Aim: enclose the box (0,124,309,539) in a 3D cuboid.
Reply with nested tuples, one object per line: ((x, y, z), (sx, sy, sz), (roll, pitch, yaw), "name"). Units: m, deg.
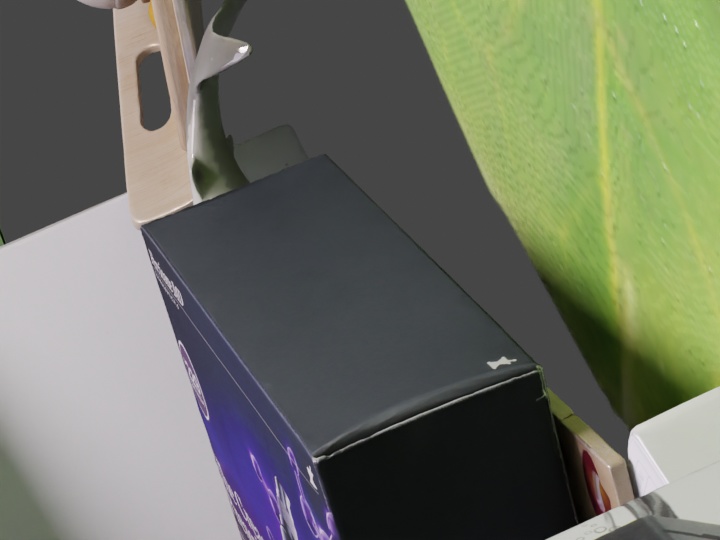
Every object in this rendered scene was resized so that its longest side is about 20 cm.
((-0.081, 0.076, 1.100), (0.200, 0.199, 0.131), (63, 167, 10), "box")

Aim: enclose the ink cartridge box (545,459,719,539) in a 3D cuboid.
((0.083, 0.112, 0.552), (0.145, 0.199, 0.084), (31, 141, 67), "ink cartridge box")

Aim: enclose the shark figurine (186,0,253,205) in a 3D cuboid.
((-0.018, -0.011, 0.992), (0.128, 0.089, 0.215), (-28, 96, 43), "shark figurine")

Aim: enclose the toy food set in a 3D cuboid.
((-0.099, -0.134, 1.004), (0.200, 0.060, 0.144), (82, 180, -51), "toy food set")

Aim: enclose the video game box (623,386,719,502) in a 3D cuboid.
((0.139, 0.158, 0.744), (0.200, 0.047, 0.182), (59, 163, 27), "video game box")

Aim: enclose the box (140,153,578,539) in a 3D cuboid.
((0.004, 0.065, 0.828), (0.200, 0.079, 0.142), (-133, 27, -62), "box")

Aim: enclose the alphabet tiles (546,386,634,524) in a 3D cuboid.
((0.080, 0.121, 0.801), (0.167, 0.008, 0.201), (45, 155, 59), "alphabet tiles")
